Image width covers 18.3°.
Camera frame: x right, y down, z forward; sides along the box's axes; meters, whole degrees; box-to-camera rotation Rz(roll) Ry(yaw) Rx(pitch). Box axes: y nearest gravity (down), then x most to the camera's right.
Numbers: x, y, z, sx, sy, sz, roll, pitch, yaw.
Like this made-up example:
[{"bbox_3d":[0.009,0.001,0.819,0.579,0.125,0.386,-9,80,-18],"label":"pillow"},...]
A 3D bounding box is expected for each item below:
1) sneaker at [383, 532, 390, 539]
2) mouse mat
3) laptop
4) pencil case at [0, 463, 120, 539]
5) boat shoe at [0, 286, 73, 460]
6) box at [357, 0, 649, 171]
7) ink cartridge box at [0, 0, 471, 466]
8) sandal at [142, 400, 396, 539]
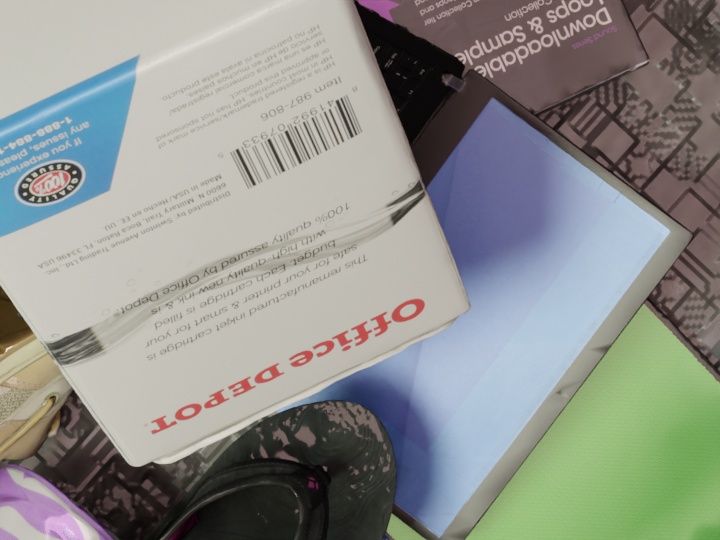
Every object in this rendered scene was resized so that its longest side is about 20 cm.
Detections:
[{"bbox_3d":[0.004,0.158,0.943,0.200,0.079,0.089,30,89,-4],"label":"sneaker"},{"bbox_3d":[0.080,0.077,0.987,0.161,0.008,0.200,-44,92,-4],"label":"mouse mat"},{"bbox_3d":[0.000,0.000,0.905,0.200,0.103,0.177,24,107,-46],"label":"laptop"},{"bbox_3d":[-0.173,0.171,0.897,0.084,0.085,0.200,44,75,-8],"label":"pencil case"},{"bbox_3d":[-0.158,0.047,0.939,0.200,0.065,0.072,-43,48,-19],"label":"boat shoe"},{"bbox_3d":[0.019,-0.148,0.972,0.143,0.036,0.200,-25,90,-4],"label":"box"},{"bbox_3d":[-0.059,-0.035,0.785,0.144,0.200,0.084,-25,53,0],"label":"ink cartridge box"},{"bbox_3d":[-0.058,0.120,0.868,0.200,0.048,0.075,-36,87,-24],"label":"sandal"}]
